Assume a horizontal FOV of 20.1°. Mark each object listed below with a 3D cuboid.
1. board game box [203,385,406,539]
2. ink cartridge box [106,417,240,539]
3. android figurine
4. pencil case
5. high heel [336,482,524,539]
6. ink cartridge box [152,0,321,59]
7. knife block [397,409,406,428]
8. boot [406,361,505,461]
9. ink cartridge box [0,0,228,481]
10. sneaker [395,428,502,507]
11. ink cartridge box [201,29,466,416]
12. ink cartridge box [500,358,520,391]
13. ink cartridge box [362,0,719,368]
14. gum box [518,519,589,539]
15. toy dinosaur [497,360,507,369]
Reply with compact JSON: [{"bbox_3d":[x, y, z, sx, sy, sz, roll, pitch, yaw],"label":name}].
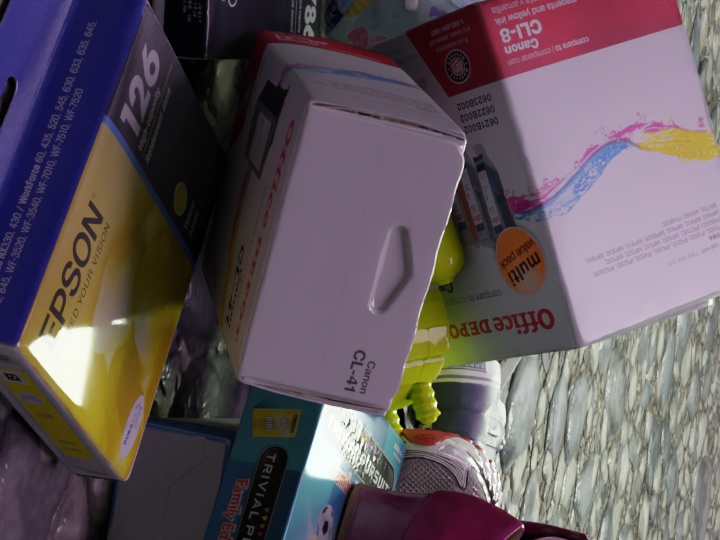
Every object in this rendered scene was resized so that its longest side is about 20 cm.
[{"bbox_3d":[-0.038,0.160,1.110,0.151,0.047,0.201,57,46,-62],"label":"board game box"},{"bbox_3d":[-0.073,0.146,1.177,0.200,0.068,0.116,11,88,-71],"label":"ink cartridge box"},{"bbox_3d":[0.000,0.000,1.204,0.041,0.182,0.201,-11,78,-31],"label":"android figurine"},{"bbox_3d":[0.076,-0.146,1.318,0.091,0.200,0.083,-44,-160,52],"label":"pencil case"},{"bbox_3d":[0.023,0.216,1.090,0.067,0.096,0.201,52,50,-65],"label":"high heel"},{"bbox_3d":[-0.059,-0.171,1.161,0.200,0.039,0.100,-21,115,-69],"label":"ink cartridge box"},{"bbox_3d":[-0.008,0.161,1.342,0.176,0.064,0.201,42,50,-73],"label":"knife block"},{"bbox_3d":[0.063,0.124,1.398,0.200,0.072,0.091,74,20,-72],"label":"boot"},{"bbox_3d":[-0.133,-0.029,0.991,0.200,0.047,0.198,67,35,-58],"label":"ink cartridge box"},{"bbox_3d":[0.045,0.184,1.255,0.082,0.078,0.201,-67,157,-56],"label":"sneaker"},{"bbox_3d":[-0.020,-0.032,1.050,0.200,0.085,0.148,-119,-138,-73],"label":"ink cartridge box"},{"bbox_3d":[0.090,-0.006,1.497,0.145,0.087,0.200,111,0,-59],"label":"ink cartridge box"},{"bbox_3d":[0.110,-0.059,1.186,0.144,0.145,0.201,-19,93,-32],"label":"ink cartridge box"},{"bbox_3d":[0.069,0.224,1.404,0.114,0.199,0.066,77,27,-46],"label":"gum box"},{"bbox_3d":[0.129,-0.025,1.389,0.102,0.077,0.201,22,63,-25],"label":"toy dinosaur"}]
